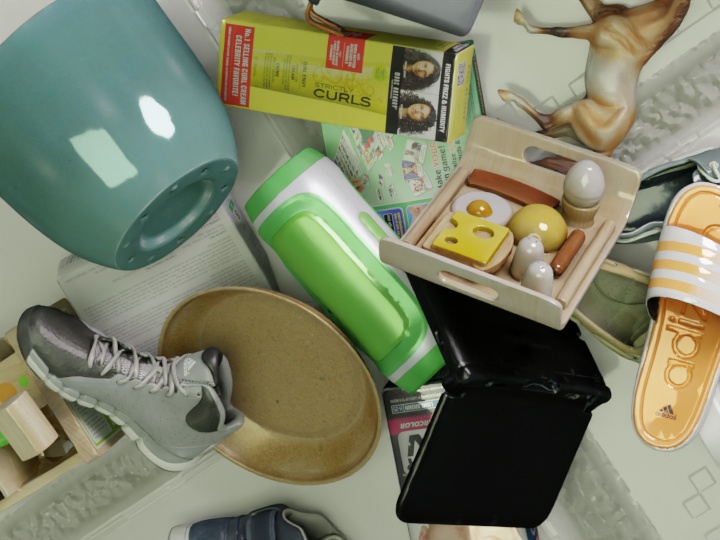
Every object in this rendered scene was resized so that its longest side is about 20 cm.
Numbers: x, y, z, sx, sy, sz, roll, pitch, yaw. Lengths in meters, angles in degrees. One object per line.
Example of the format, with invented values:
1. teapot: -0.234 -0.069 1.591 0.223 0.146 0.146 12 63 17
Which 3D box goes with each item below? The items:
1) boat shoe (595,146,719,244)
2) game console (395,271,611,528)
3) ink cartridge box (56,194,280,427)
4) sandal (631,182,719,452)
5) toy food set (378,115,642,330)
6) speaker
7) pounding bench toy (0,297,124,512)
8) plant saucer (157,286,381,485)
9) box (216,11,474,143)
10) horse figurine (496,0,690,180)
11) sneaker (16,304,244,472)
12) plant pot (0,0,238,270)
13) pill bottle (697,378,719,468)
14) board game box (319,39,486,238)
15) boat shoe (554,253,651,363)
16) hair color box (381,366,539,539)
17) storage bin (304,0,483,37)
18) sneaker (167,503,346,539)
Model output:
1. boat shoe: 0.272 -0.060 1.592 0.198 0.062 0.073 -12 96 12
2. game console: 0.091 0.093 1.572 0.116 0.199 0.177 -38 61 28
3. ink cartridge box: -0.138 0.045 1.706 0.160 0.050 0.201 -25 113 13
4. sandal: 0.252 0.036 1.535 0.079 0.059 0.208 12 89 13
5. toy food set: 0.114 -0.043 1.512 0.143 0.200 0.061 20 127 15
6. speaker: 0.000 0.000 1.611 0.088 0.088 0.200 -43 87 15
7. pounding bench toy: -0.300 0.131 1.662 0.155 0.200 0.125 -31 94 13
8. plant saucer: -0.068 0.086 1.648 0.199 0.035 0.201 15 130 18
9. box: -0.013 -0.154 1.599 0.199 0.050 0.076 12 107 19
10. horse figurine: 0.178 -0.152 1.600 0.132 0.050 0.202 16 102 12
11. sneaker: -0.169 0.074 1.618 0.115 0.075 0.200 -29 126 32
12. plant pot: -0.190 -0.099 1.582 0.161 0.200 0.201 47 105 15
13. pill bottle: 0.353 0.078 1.576 0.199 0.112 0.113 -30 94 14
14. board game box: 0.042 -0.077 1.649 0.133 0.029 0.202 -8 99 13
15. boat shoe: 0.208 0.029 1.591 0.200 0.063 0.073 32 98 -20
16. hair color box: 0.087 0.180 1.671 0.099 0.061 0.202 -10 99 13
17. storage bin: 0.030 -0.239 1.544 0.133 0.200 0.146 22 104 -4
18. sneaker: -0.066 0.296 1.711 0.145 0.077 0.204 -17 96 16
